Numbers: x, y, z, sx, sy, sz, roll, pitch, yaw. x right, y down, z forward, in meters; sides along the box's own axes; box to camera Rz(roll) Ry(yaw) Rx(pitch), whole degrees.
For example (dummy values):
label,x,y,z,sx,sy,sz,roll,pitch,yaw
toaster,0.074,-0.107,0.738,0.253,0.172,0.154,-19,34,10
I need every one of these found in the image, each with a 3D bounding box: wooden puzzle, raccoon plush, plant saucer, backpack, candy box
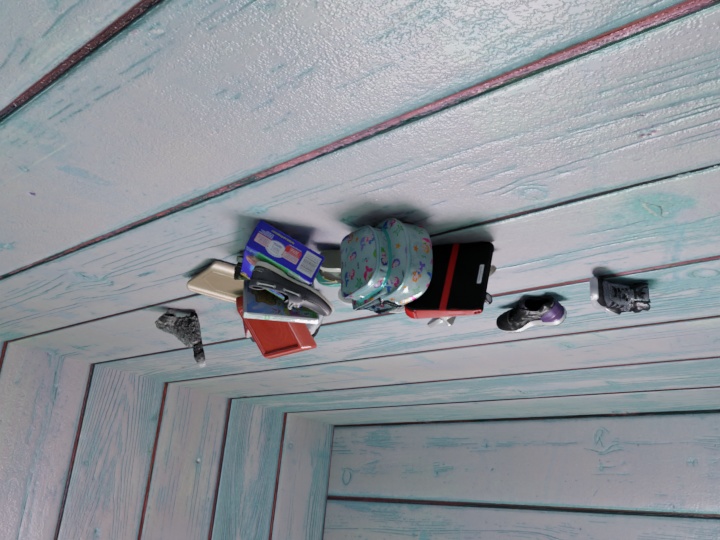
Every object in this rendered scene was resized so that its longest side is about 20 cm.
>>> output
label,x,y,z,sx,sy,sz,roll,pitch,yaw
wooden puzzle,-0.348,0.030,1.976,0.183,0.038,0.199,18,152,-29
raccoon plush,-0.565,0.210,2.304,0.132,0.202,0.097,-10,148,-18
plant saucer,-0.236,0.146,1.975,0.199,0.037,0.201,-18,106,39
backpack,0.053,-0.014,1.531,0.150,0.180,0.199,16,154,-40
candy box,-0.182,-0.009,1.679,0.168,0.078,0.200,30,158,-1

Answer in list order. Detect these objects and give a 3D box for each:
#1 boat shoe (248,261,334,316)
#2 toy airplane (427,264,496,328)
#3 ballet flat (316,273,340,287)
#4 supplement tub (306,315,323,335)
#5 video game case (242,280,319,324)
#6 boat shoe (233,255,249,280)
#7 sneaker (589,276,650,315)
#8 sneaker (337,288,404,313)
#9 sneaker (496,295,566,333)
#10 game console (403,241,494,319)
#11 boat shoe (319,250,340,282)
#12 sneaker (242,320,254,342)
label,x,y,z,sx,sy,sz,roll,pitch,yaw
boat shoe,-0.152,0.056,1.600,0.199,0.063,0.073,31,156,-9
toy airplane,0.209,0.047,1.703,0.198,0.142,0.199,-27,174,-5
ballet flat,-0.010,0.008,1.791,0.197,0.068,0.070,1,-176,14
supplement tub,-0.168,0.135,2.075,0.121,0.124,0.200,8,160,-6
video game case,-0.198,0.062,1.816,0.180,0.201,0.022,6,119,-12
boat shoe,-0.212,0.013,1.817,0.199,0.061,0.072,12,-177,-11
sneaker,0.608,0.054,1.714,0.113,0.076,0.199,-9,161,34
sneaker,0.043,0.073,1.939,0.197,0.075,0.082,11,170,11
sneaker,0.430,0.103,1.926,0.199,0.076,0.087,-17,135,40
game console,0.187,0.019,1.563,0.175,0.201,0.031,-2,136,22
boat shoe,0.000,0.000,1.708,0.199,0.072,0.061,10,144,8
sneaker,-0.320,0.169,2.293,0.074,0.082,0.200,-11,167,3
